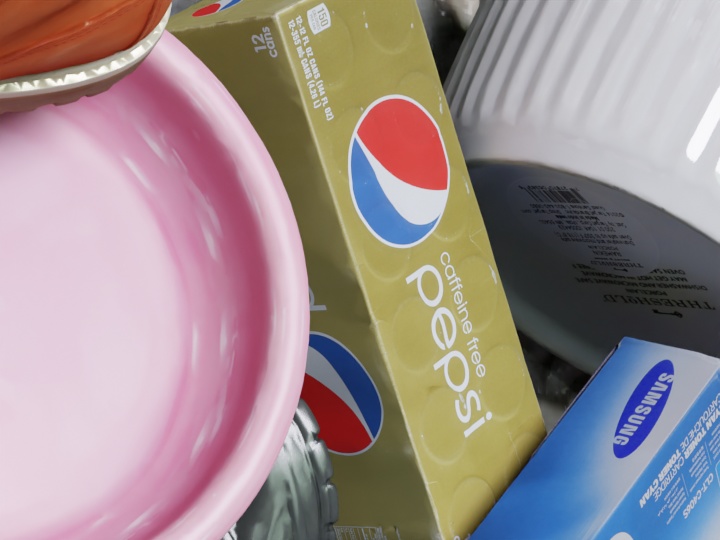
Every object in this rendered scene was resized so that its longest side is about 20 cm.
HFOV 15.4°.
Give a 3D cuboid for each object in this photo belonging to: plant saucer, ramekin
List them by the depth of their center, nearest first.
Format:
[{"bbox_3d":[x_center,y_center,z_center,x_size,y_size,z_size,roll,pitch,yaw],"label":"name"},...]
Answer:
[{"bbox_3d":[-0.115,0.009,0.752,0.200,0.051,0.201,7,69,-20],"label":"plant saucer"},{"bbox_3d":[0.115,-0.032,0.946,0.200,0.200,0.105,40,67,-22],"label":"ramekin"}]

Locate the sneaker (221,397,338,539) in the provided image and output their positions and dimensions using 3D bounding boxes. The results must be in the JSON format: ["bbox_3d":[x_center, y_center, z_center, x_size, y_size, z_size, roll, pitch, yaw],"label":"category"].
[{"bbox_3d":[-0.051,0.104,0.856,0.091,0.076,0.201,-17,85,-32],"label":"sneaker"}]

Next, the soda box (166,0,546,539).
[{"bbox_3d":[0.000,0.000,0.889,0.068,0.064,0.201,-33,113,-44],"label":"soda box"}]

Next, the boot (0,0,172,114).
[{"bbox_3d":[-0.133,-0.076,0.689,0.199,0.107,0.075,-19,81,-25],"label":"boot"}]

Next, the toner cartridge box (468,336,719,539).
[{"bbox_3d":[0.064,0.123,0.871,0.200,0.043,0.095,-49,136,-34],"label":"toner cartridge box"}]
